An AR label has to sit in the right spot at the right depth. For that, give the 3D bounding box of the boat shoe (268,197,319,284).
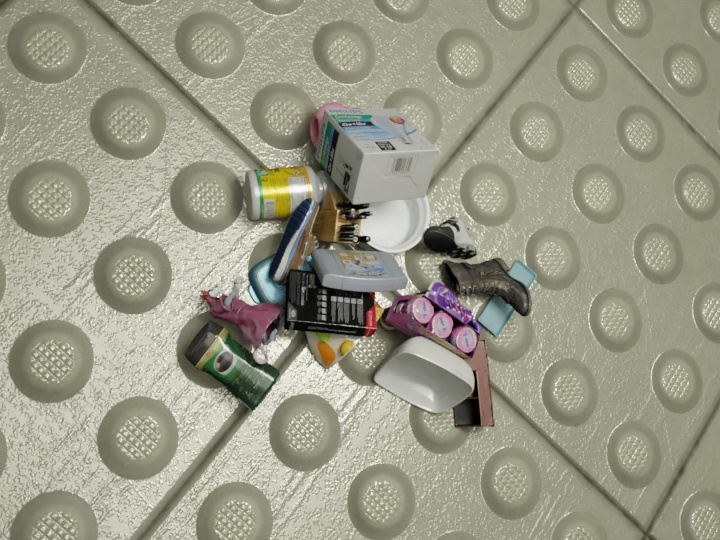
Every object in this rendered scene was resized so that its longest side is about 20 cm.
[{"bbox_3d":[-0.135,-0.063,1.544,0.071,0.072,0.203,23,100,-30],"label":"boat shoe"}]

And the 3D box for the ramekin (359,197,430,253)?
[{"bbox_3d":[0.059,-0.134,1.648,0.196,0.098,0.205,3,80,-15],"label":"ramekin"}]

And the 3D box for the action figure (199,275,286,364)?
[{"bbox_3d":[-0.263,0.095,1.501,0.196,0.134,0.152,18,93,7],"label":"action figure"}]

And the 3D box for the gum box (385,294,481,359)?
[{"bbox_3d":[0.161,0.126,1.561,0.198,0.113,0.067,34,69,-23],"label":"gum box"}]

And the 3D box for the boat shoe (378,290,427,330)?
[{"bbox_3d":[0.141,0.092,1.649,0.197,0.065,0.074,-22,85,-19],"label":"boat shoe"}]

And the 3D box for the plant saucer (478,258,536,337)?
[{"bbox_3d":[0.371,0.069,1.746,0.070,0.019,0.201,39,73,-7],"label":"plant saucer"}]

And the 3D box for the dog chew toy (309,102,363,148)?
[{"bbox_3d":[-0.019,-0.336,1.653,0.196,0.124,0.127,-4,81,-25],"label":"dog chew toy"}]

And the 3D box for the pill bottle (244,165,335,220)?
[{"bbox_3d":[-0.161,-0.181,1.583,0.196,0.113,0.115,-7,82,-17],"label":"pill bottle"}]

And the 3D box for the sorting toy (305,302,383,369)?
[{"bbox_3d":[-0.062,0.087,1.570,0.180,0.107,0.200,45,72,-3],"label":"sorting toy"}]

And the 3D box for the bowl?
[{"bbox_3d":[0.150,0.230,1.570,0.198,0.200,0.075,30,53,-9],"label":"bowl"}]

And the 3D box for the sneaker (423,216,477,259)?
[{"bbox_3d":[0.211,-0.091,1.672,0.199,0.073,0.090,18,62,-52],"label":"sneaker"}]

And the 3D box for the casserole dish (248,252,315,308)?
[{"bbox_3d":[-0.165,0.010,1.589,0.198,0.039,0.123,-29,89,-18],"label":"casserole dish"}]

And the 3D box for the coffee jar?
[{"bbox_3d":[-0.279,0.204,1.495,0.199,0.085,0.105,40,84,-7],"label":"coffee jar"}]

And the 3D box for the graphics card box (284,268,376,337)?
[{"bbox_3d":[-0.066,0.071,1.497,0.196,0.051,0.128,6,61,-14],"label":"graphics card box"}]

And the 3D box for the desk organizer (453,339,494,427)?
[{"bbox_3d":[0.263,0.273,1.651,0.075,0.072,0.205,-2,81,-14],"label":"desk organizer"}]

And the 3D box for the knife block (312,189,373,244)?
[{"bbox_3d":[-0.041,-0.084,1.527,0.063,0.201,0.178,7,45,-25],"label":"knife block"}]

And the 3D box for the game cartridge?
[{"bbox_3d":[0.000,0.000,1.509,0.196,0.133,0.042,2,114,-20],"label":"game cartridge"}]

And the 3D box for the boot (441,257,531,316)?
[{"bbox_3d":[0.300,0.044,1.664,0.171,0.070,0.201,-6,44,-28],"label":"boot"}]

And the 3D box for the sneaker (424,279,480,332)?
[{"bbox_3d":[0.222,0.091,1.624,0.199,0.083,0.082,39,72,-38],"label":"sneaker"}]

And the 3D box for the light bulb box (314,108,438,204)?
[{"bbox_3d":[0.031,-0.257,1.519,0.195,0.127,0.201,-8,42,-30],"label":"light bulb box"}]
